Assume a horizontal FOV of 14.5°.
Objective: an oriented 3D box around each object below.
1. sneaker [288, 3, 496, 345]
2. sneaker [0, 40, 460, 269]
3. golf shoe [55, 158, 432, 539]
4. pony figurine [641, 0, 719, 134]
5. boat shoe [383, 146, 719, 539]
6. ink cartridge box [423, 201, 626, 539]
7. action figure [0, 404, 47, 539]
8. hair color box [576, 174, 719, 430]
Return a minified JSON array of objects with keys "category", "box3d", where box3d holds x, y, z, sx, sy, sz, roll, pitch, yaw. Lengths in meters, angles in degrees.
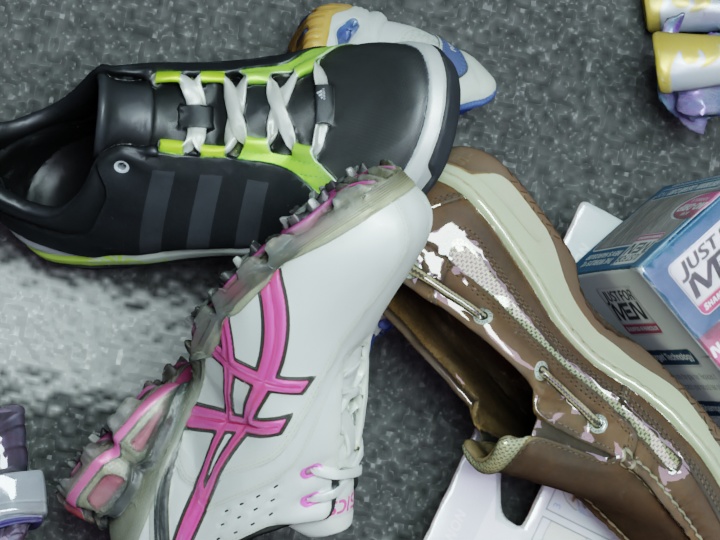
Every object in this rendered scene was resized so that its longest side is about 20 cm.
[{"category":"sneaker","box3d":[0.000,0.000,1.086,0.088,0.075,0.200,14,86,-11]},{"category":"sneaker","box3d":[-0.061,-0.042,1.024,0.200,0.083,0.072,-15,65,28]},{"category":"golf shoe","box3d":[-0.024,0.044,0.994,0.092,0.200,0.073,43,36,7]},{"category":"pony figurine","box3d":[0.211,-0.116,1.109,0.200,0.167,0.193,-7,81,4]},{"category":"boat shoe","box3d":[0.068,0.054,1.049,0.075,0.075,0.202,-41,92,-27]},{"category":"ink cartridge box","box3d":[0.118,0.098,1.122,0.174,0.044,0.200,27,83,-9]},{"category":"action figure","box3d":[-0.124,0.154,1.034,0.069,0.130,0.200,-19,74,-23]},{"category":"hair color box","box3d":[0.172,0.058,1.063,0.061,0.100,0.200,-42,97,-11]}]
